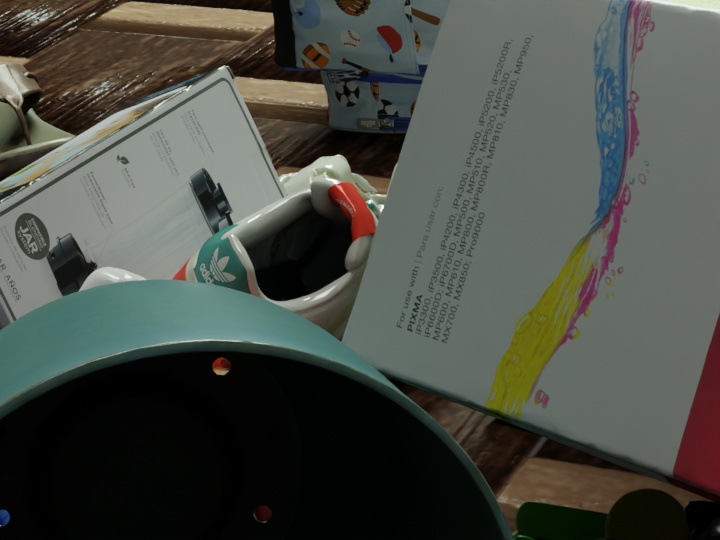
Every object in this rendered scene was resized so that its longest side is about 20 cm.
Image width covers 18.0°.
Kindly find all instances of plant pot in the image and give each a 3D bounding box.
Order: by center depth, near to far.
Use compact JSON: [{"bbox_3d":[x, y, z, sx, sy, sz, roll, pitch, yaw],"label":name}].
[{"bbox_3d":[-0.064,0.094,0.727,0.200,0.201,0.161,-9,18,-10],"label":"plant pot"}]

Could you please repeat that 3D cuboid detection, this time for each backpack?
[{"bbox_3d":[0.059,-0.161,1.302,0.190,0.155,0.200,-1,30,28],"label":"backpack"}]

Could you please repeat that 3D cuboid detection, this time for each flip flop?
[{"bbox_3d":[-0.216,-0.097,1.321,0.081,0.058,0.200,-13,26,-17],"label":"flip flop"}]

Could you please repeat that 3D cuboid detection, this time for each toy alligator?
[{"bbox_3d":[0.096,0.112,0.820,0.199,0.059,0.054,1,66,10],"label":"toy alligator"}]

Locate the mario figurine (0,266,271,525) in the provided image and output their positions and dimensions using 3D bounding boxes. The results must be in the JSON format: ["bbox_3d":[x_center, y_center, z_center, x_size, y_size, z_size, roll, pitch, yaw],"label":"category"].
[{"bbox_3d":[-0.098,0.073,0.864,0.199,0.124,0.106,-23,18,-27],"label":"mario figurine"}]

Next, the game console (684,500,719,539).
[{"bbox_3d":[0.167,0.159,0.654,0.199,0.117,0.176,26,61,6],"label":"game console"}]

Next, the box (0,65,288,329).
[{"bbox_3d":[-0.109,0.000,1.013,0.060,0.117,0.200,-17,15,38],"label":"box"}]

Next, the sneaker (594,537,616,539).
[{"bbox_3d":[0.066,0.170,0.697,0.086,0.075,0.200,-28,25,10],"label":"sneaker"}]

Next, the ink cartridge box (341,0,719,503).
[{"bbox_3d":[0.121,-0.002,0.741,0.145,0.145,0.200,17,0,-44],"label":"ink cartridge box"}]

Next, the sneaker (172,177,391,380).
[{"bbox_3d":[-0.001,0.000,0.989,0.199,0.093,0.070,-14,63,-40],"label":"sneaker"}]

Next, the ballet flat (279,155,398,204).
[{"bbox_3d":[0.009,-0.027,1.121,0.199,0.070,0.069,2,25,16],"label":"ballet flat"}]

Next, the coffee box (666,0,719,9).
[{"bbox_3d":[0.178,-0.044,0.966,0.199,0.199,0.200,13,30,34],"label":"coffee box"}]
